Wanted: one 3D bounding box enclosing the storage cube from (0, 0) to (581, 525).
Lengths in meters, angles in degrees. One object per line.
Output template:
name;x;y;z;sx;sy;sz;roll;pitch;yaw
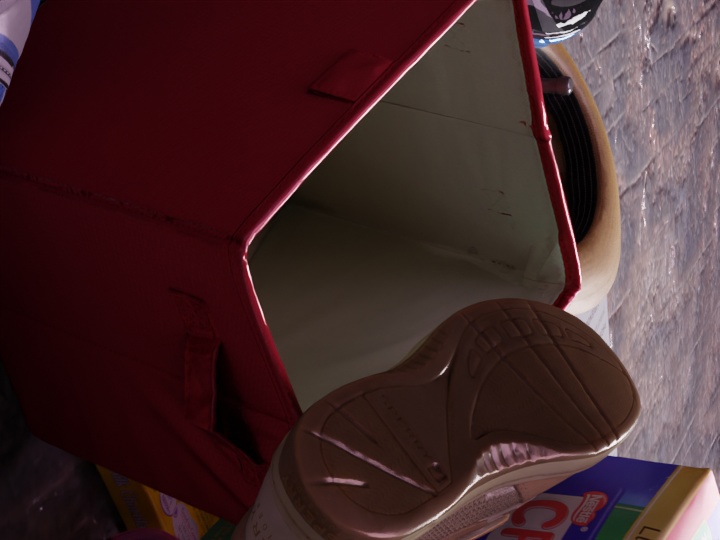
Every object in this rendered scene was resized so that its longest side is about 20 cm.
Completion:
storage cube;-0.042;-0.021;0.764;0.200;0.179;0.172;-47;138;-31

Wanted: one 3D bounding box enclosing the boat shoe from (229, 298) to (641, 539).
boat shoe;0.028;0.063;0.694;0.199;0.065;0.071;-15;64;-49

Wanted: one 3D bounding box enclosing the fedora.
fedora;0.065;-0.057;1.047;0.200;0.081;0.202;32;47;-43

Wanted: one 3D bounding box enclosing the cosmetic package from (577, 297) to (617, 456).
cosmetic package;0.051;0.104;1.112;0.166;0.166;0.201;-53;140;-61

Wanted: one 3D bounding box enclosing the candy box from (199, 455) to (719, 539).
candy box;0.021;0.143;0.743;0.169;0.199;0.077;-46;128;-39

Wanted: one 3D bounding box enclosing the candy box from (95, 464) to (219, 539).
candy box;-0.085;0.095;0.937;0.103;0.026;0.201;-74;156;-43

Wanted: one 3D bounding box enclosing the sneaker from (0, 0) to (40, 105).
sneaker;-0.161;-0.070;0.674;0.200;0.075;0.077;-64;165;-45

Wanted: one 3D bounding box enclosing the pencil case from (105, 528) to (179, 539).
pencil case;-0.075;0.201;0.885;0.094;0.090;0.200;61;2;37

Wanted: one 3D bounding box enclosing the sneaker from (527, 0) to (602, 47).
sneaker;0.065;-0.178;0.977;0.199;0.083;0.071;29;34;-41

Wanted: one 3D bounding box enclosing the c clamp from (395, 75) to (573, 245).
c clamp;0.000;0.000;0.888;0.027;0.170;0.201;13;87;-61
